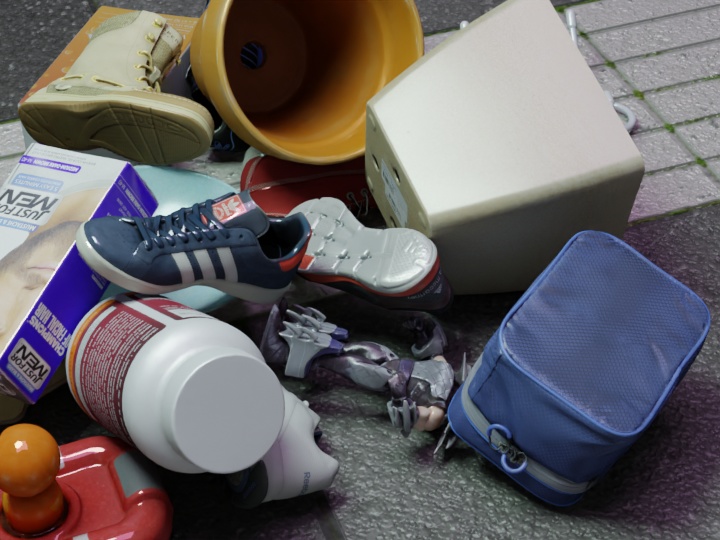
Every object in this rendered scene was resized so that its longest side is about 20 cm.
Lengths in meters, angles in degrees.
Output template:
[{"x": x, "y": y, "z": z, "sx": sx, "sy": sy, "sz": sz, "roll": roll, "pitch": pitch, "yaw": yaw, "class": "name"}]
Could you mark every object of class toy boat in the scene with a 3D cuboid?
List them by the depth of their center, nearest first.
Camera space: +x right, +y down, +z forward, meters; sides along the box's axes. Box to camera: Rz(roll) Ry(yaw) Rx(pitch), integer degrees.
[{"x": -0.240, "y": 0.166, "z": 1.123, "sx": 0.200, "sy": 0.131, "sz": 0.131, "roll": -15, "pitch": 41, "yaw": -16, "class": "toy boat"}]

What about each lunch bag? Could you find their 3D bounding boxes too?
[{"x": 0.164, "y": 0.085, "z": 1.205, "sx": 0.136, "sy": 0.132, "sz": 0.200, "roll": 38, "pitch": 51, "yaw": 10, "class": "lunch bag"}]

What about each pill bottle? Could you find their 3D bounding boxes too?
[{"x": -0.136, "y": 0.084, "z": 1.144, "sx": 0.113, "sy": 0.113, "sz": 0.200, "roll": -22, "pitch": 18, "yaw": -23, "class": "pill bottle"}]

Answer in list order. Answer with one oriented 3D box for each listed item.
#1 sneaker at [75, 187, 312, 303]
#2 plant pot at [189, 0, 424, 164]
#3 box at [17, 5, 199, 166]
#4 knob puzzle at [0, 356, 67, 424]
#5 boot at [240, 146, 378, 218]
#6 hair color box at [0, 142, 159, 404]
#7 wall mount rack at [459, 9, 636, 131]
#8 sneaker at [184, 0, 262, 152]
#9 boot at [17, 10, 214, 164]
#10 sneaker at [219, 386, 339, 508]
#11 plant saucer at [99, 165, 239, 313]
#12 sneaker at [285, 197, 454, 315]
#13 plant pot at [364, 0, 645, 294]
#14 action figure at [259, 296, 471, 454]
[{"x": -0.124, "y": -0.030, "z": 1.211, "sx": 0.200, "sy": 0.085, "sz": 0.075, "roll": 5, "pitch": 44, "yaw": -42, "class": "sneaker"}, {"x": -0.070, "y": -0.201, "z": 1.437, "sx": 0.200, "sy": 0.201, "sz": 0.183, "roll": -21, "pitch": 14, "yaw": -22, "class": "plant pot"}, {"x": -0.242, "y": -0.173, "z": 1.569, "sx": 0.124, "sy": 0.098, "sz": 0.200, "roll": 9, "pitch": 41, "yaw": 14, "class": "box"}, {"x": -0.332, "y": 0.052, "z": 1.320, "sx": 0.219, "sy": 0.030, "sz": 0.220, "roll": -2, "pitch": 64, "yaw": 3, "class": "knob puzzle"}, {"x": -0.015, "y": -0.052, "z": 1.441, "sx": 0.200, "sy": 0.073, "sz": 0.144, "roll": 0, "pitch": 47, "yaw": 2, "class": "boot"}, {"x": -0.261, "y": -0.002, "z": 1.231, "sx": 0.109, "sy": 0.065, "sz": 0.200, "roll": 12, "pitch": 62, "yaw": 31, "class": "hair color box"}, {"x": 0.179, "y": -0.189, "z": 1.589, "sx": 0.200, "sy": 0.075, "sz": 0.174, "roll": -6, "pitch": 39, "yaw": -7, "class": "wall mount rack"}, {"x": -0.138, "y": -0.218, "z": 1.558, "sx": 0.078, "sy": 0.200, "sz": 0.070, "roll": -4, "pitch": -10, "yaw": -35, "class": "sneaker"}, {"x": -0.196, "y": -0.172, "z": 1.424, "sx": 0.200, "sy": 0.073, "sz": 0.156, "roll": 6, "pitch": 45, "yaw": 29, "class": "boot"}, {"x": -0.082, "y": 0.118, "z": 1.240, "sx": 0.087, "sy": 0.075, "sz": 0.200, "roll": 5, "pitch": 34, "yaw": -27, "class": "sneaker"}, {"x": -0.179, "y": -0.014, "z": 1.325, "sx": 0.201, "sy": 0.039, "sz": 0.201, "roll": 3, "pitch": 43, "yaw": -3, "class": "plant saucer"}, {"x": 0.000, "y": 0.000, "z": 1.323, "sx": 0.200, "sy": 0.082, "sz": 0.077, "roll": 24, "pitch": 69, "yaw": 47, "class": "sneaker"}, {"x": 0.109, "y": -0.090, "z": 1.347, "sx": 0.177, "sy": 0.200, "sz": 0.200, "roll": -21, "pitch": 65, "yaw": -10, "class": "plant pot"}, {"x": 0.019, "y": 0.080, "z": 1.253, "sx": 0.200, "sy": 0.069, "sz": 0.130, "roll": 18, "pitch": 22, "yaw": 2, "class": "action figure"}]
